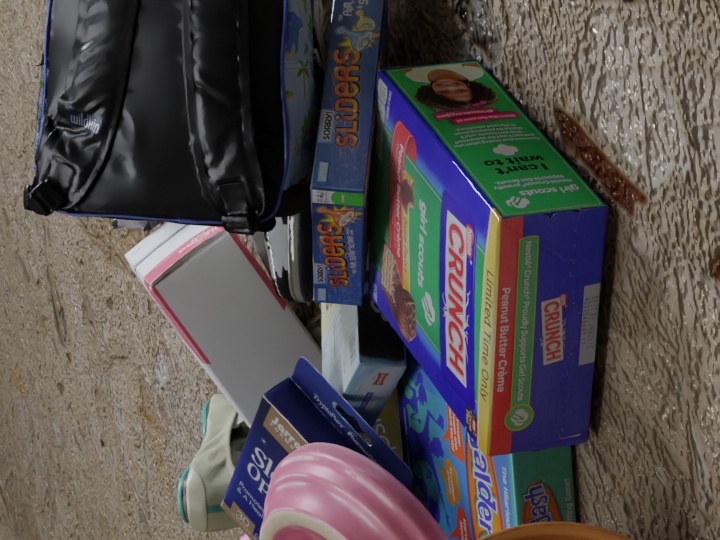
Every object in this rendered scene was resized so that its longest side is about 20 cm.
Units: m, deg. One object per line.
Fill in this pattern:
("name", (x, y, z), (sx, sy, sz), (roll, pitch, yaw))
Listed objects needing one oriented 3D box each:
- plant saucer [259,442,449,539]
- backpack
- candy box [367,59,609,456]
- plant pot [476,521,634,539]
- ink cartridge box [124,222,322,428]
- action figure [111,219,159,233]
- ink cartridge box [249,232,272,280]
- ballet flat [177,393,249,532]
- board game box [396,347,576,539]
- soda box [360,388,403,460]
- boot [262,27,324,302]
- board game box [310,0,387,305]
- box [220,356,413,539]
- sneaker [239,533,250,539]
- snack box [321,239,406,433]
("plant saucer", (-0.001, 0.213, 1.550), (0.200, 0.051, 0.201), (35, 143, 32))
("backpack", (-0.113, -0.136, 1.477), (0.147, 0.182, 0.201), (-34, -52, -74))
("candy box", (0.074, -0.010, 1.405), (0.200, 0.077, 0.170), (-127, 33, -52))
("plant pot", (0.109, 0.254, 1.301), (0.140, 0.199, 0.201), (82, 171, -73))
("ink cartridge box", (-0.108, 0.032, 1.829), (0.147, 0.083, 0.200), (54, 176, -13))
("action figure", (-0.168, -0.124, 1.899), (0.200, 0.104, 0.194), (-8, -67, -82))
("ink cartridge box", (-0.084, -0.102, 1.720), (0.200, 0.067, 0.117), (66, 180, -49))
("ballet flat", (-0.099, 0.152, 1.836), (0.200, 0.069, 0.070), (-80, -12, -68))
("board game box", (0.082, 0.142, 1.514), (0.200, 0.045, 0.153), (-150, 52, -66))
("soda box", (0.018, 0.172, 1.691), (0.068, 0.064, 0.201), (111, 143, -58))
("boot", (-0.098, -0.074, 1.593), (0.073, 0.153, 0.205), (4, -100, -69))
("board game box", (-0.006, -0.097, 1.508), (0.136, 0.034, 0.201), (91, -176, -56))
("box", (-0.034, 0.157, 1.624), (0.121, 0.032, 0.200), (46, 146, 17))
("sneaker", (-0.063, 0.183, 1.946), (0.095, 0.079, 0.201), (5, 108, 54))
("snack box", (0.000, 0.000, 1.613), (0.116, 0.037, 0.201), (116, 155, -60))
